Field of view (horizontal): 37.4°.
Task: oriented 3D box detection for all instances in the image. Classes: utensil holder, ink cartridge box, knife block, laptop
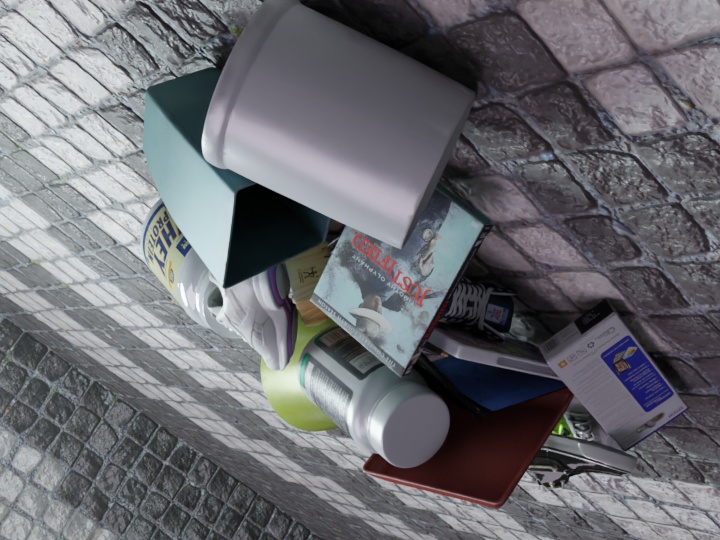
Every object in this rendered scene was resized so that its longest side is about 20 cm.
[{"bbox_3d":[-0.018,-0.131,0.965,0.199,0.171,0.170,27,158,4],"label":"utensil holder"},{"bbox_3d":[0.295,0.125,1.228,0.200,0.094,0.037,47,-167,-32],"label":"ink cartridge box"},{"bbox_3d":[0.000,0.000,1.287,0.174,0.064,0.200,-14,165,-1],"label":"knife block"},{"bbox_3d":[0.120,0.093,1.296,0.200,0.116,0.187,46,171,-26],"label":"laptop"}]

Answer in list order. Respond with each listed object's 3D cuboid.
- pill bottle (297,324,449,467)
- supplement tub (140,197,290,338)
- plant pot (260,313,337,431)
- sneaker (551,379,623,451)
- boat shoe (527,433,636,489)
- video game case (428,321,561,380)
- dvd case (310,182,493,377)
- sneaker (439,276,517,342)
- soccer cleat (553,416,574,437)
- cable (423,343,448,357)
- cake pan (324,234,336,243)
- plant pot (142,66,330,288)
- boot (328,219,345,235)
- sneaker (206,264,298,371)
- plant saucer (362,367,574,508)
[{"bbox_3d":[0.014,0.151,1.285,0.113,0.113,0.200,46,173,-36],"label":"pill bottle"},{"bbox_3d":[-0.190,-0.012,1.392,0.200,0.145,0.145,40,172,48],"label":"supplement tub"},{"bbox_3d":[-0.016,0.138,1.514,0.187,0.188,0.200,39,157,-22],"label":"plant pot"},{"bbox_3d":[0.295,0.196,1.348,0.075,0.087,0.200,2,156,43],"label":"sneaker"},{"bbox_3d":[0.237,0.233,1.303,0.199,0.064,0.071,7,174,29],"label":"boat shoe"},{"bbox_3d":[0.162,0.094,1.270,0.199,0.018,0.143,14,-175,-29],"label":"video game case"},{"bbox_3d":[0.038,-0.008,1.134,0.146,0.022,0.201,39,119,23],"label":"dvd case"},{"bbox_3d":[0.118,0.038,1.228,0.108,0.071,0.200,17,-179,17],"label":"sneaker"},{"bbox_3d":[0.204,0.177,1.424,0.199,0.068,0.081,35,-167,9],"label":"soccer cleat"},{"bbox_3d":[0.057,0.065,1.421,0.199,0.051,0.097,30,172,-30],"label":"cable"},{"bbox_3d":[-0.039,-0.009,1.428,0.199,0.037,0.201,25,158,11],"label":"cake pan"},{"bbox_3d":[-0.141,-0.115,1.129,0.200,0.141,0.142,44,142,26],"label":"plant pot"},{"bbox_3d":[-0.027,-0.096,1.221,0.096,0.075,0.200,10,154,-20],"label":"boot"},{"bbox_3d":[-0.131,0.050,1.299,0.099,0.075,0.201,-1,139,8],"label":"sneaker"},{"bbox_3d":[0.134,0.202,1.274,0.199,0.200,0.037,6,128,39],"label":"plant saucer"}]
